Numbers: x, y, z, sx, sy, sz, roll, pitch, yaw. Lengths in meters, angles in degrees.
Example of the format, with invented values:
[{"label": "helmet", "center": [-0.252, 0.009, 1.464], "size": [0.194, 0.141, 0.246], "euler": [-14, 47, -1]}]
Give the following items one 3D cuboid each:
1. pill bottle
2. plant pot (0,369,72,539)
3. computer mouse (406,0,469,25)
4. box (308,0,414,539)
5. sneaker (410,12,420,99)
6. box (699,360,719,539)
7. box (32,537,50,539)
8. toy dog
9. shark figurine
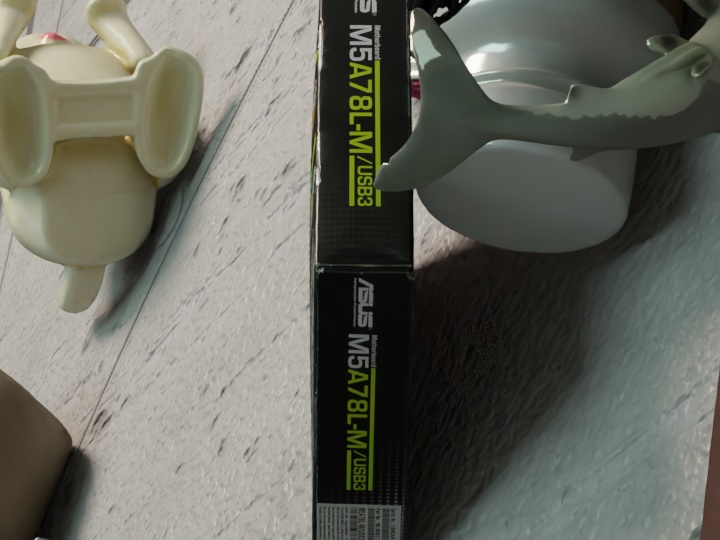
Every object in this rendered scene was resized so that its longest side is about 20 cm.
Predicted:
[{"label": "pill bottle", "center": [0.082, -0.116, 1.092], "size": [0.114, 0.114, 0.201], "euler": [-31, 42, 53]}, {"label": "plant pot", "center": [-0.269, 0.138, 1.554], "size": [0.174, 0.200, 0.200], "euler": [-53, 20, -14]}, {"label": "computer mouse", "center": [0.106, -0.170, 0.978], "size": [0.046, 0.199, 0.141], "euler": [61, 162, 13]}, {"label": "box", "center": [0.000, 0.000, 1.130], "size": [0.194, 0.047, 0.201], "euler": [-87, -1, -45]}, {"label": "sneaker", "center": [0.037, -0.128, 1.252], "size": [0.200, 0.073, 0.088], "euler": [-139, 69, -71]}, {"label": "box", "center": [0.170, 0.020, 0.826], "size": [0.100, 0.075, 0.201], "euler": [-33, 41, 51]}, {"label": "box", "center": [-0.181, 0.261, 1.315], "size": [0.182, 0.104, 0.201], "euler": [-30, 42, 53]}, {"label": "toy dog", "center": [-0.184, -0.088, 1.657], "size": [0.200, 0.139, 0.195], "euler": [-135, 35, -64]}, {"label": "shark figurine", "center": [0.120, -0.064, 0.983], "size": [0.128, 0.214, 0.090], "euler": [47, 156, 35]}]
